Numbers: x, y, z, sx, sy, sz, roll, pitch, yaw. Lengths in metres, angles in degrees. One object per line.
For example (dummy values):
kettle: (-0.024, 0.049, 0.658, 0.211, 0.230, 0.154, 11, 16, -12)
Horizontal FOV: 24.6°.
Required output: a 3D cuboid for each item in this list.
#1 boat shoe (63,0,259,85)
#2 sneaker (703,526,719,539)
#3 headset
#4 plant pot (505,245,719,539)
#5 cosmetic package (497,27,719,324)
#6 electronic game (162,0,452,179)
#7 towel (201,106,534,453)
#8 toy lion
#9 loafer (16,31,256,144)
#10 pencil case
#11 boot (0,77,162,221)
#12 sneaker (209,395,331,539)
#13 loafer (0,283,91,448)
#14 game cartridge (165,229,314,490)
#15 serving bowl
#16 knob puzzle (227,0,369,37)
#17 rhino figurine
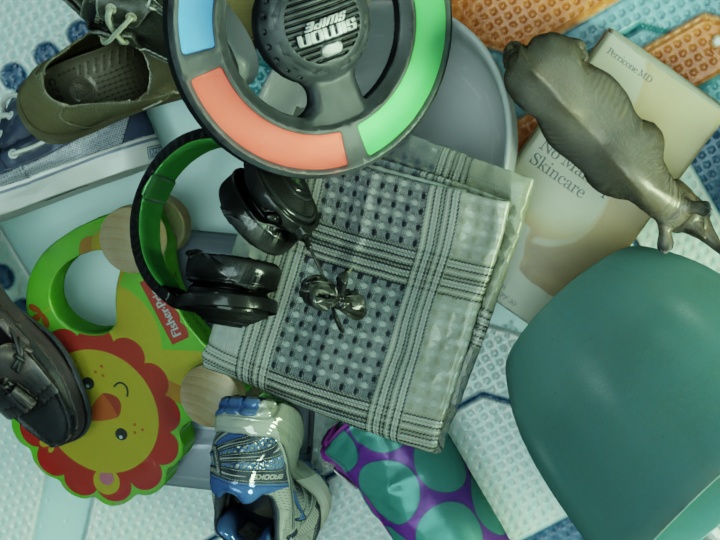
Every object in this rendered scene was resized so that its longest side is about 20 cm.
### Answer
boat shoe: (-0.158, -0.178, 1.095, 0.200, 0.064, 0.071, 39, 144, 8)
sneaker: (0.258, 0.129, 1.185, 0.200, 0.075, 0.116, 37, 102, 1)
headset: (-0.078, -0.018, 1.071, 0.200, 0.094, 0.124, 30, 98, 30)
plant pot: (0.192, 0.081, 1.078, 0.201, 0.201, 0.161, -46, 69, 14)
cosmetic package: (0.157, -0.061, 1.162, 0.105, 0.071, 0.200, 34, 104, 1)
electronic game: (-0.030, -0.158, 1.049, 0.200, 0.042, 0.200, -4, 98, -27)
towel: (0.000, 0.000, 1.100, 0.192, 0.035, 0.200, 19, 91, 26)
toy lion: (-0.182, 0.067, 1.214, 0.192, 0.069, 0.200, -24, 96, 20)
loafer: (-0.147, -0.151, 1.163, 0.200, 0.067, 0.076, -33, 94, -12)
pencil case: (0.049, 0.182, 1.220, 0.092, 0.085, 0.200, -32, 95, -3)
boot: (-0.251, -0.092, 1.224, 0.200, 0.073, 0.090, -19, 91, 3)
sneaker: (-0.074, 0.166, 1.168, 0.077, 0.200, 0.085, 6, 60, 15)
loafer: (-0.270, 0.048, 1.177, 0.072, 0.063, 0.200, -31, 95, 25)
game cartridge: (-0.099, 0.072, 1.245, 0.133, 0.040, 0.200, 5, 102, 11)
serving bowl: (0.023, -0.084, 1.155, 0.200, 0.066, 0.200, -4, 82, 26)
knob puzzle: (-0.085, -0.259, 1.146, 0.219, 0.030, 0.220, -5, 104, -21)
rhino figurine: (0.167, -0.079, 1.074, 0.060, 0.087, 0.200, -43, 90, 15)
